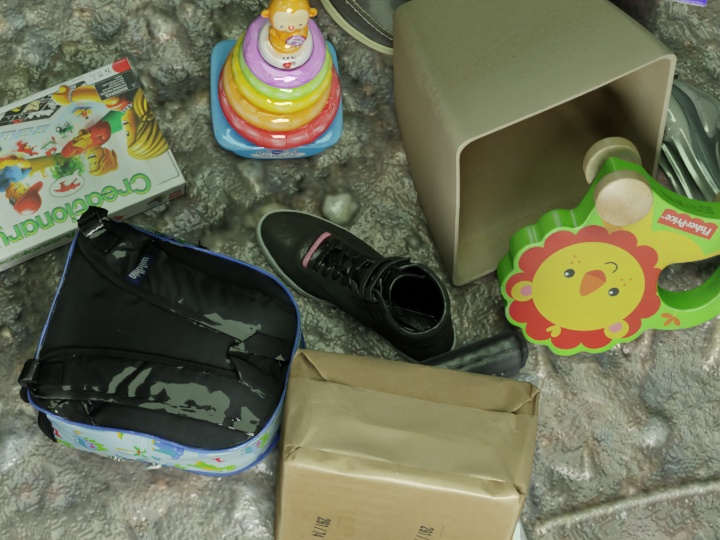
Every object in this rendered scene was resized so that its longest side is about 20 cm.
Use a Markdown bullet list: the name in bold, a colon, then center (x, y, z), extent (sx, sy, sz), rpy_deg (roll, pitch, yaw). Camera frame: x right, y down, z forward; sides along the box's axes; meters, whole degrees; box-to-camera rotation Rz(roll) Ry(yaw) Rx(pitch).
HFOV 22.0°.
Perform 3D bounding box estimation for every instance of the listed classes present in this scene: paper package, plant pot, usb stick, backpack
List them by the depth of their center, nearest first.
- **paper package**: center (0.030, 0.159, 1.424), extent (0.189, 0.200, 0.104), rpy_deg (9, 59, 2)
- **backpack**: center (-0.145, 0.071, 1.471), extent (0.199, 0.147, 0.184), rpy_deg (14, 69, 8)
- **usb stick**: center (0.045, 0.099, 1.536), extent (0.199, 0.056, 0.033), rpy_deg (-20, 58, -13)
- **plant pot**: center (0.126, -0.143, 1.557), extent (0.199, 0.200, 0.178), rpy_deg (-23, 58, -13)

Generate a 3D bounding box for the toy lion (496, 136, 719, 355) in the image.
- **toy lion**: center (0.221, -0.003, 1.536), extent (0.199, 0.192, 0.069), rpy_deg (16, 33, -17)

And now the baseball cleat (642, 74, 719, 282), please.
- **baseball cleat**: center (0.310, -0.079, 1.618), extent (0.106, 0.070, 0.201), rpy_deg (-26, 92, -39)

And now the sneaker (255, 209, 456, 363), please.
- **sneaker**: center (0.000, 0.000, 1.539), extent (0.199, 0.099, 0.071), rpy_deg (35, 73, 7)

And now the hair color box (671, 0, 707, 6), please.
- **hair color box**: center (0.236, -0.273, 1.602), extent (0.108, 0.200, 0.065), rpy_deg (11, 99, -3)

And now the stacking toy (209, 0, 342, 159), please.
- **stacking toy**: center (-0.063, -0.178, 1.536), extent (0.115, 0.200, 0.111), rpy_deg (-2, 72, -8)

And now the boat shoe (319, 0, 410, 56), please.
- **boat shoe**: center (-0.013, -0.277, 1.645), extent (0.073, 0.065, 0.200), rpy_deg (-39, 81, -18)

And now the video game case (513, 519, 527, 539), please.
- **video game case**: center (0.064, 0.310, 1.486), extent (0.199, 0.022, 0.183), rpy_deg (-16, 74, -11)

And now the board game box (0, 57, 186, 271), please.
- **board game box**: center (-0.263, -0.086, 1.570), extent (0.199, 0.035, 0.127), rpy_deg (-24, 77, -14)
